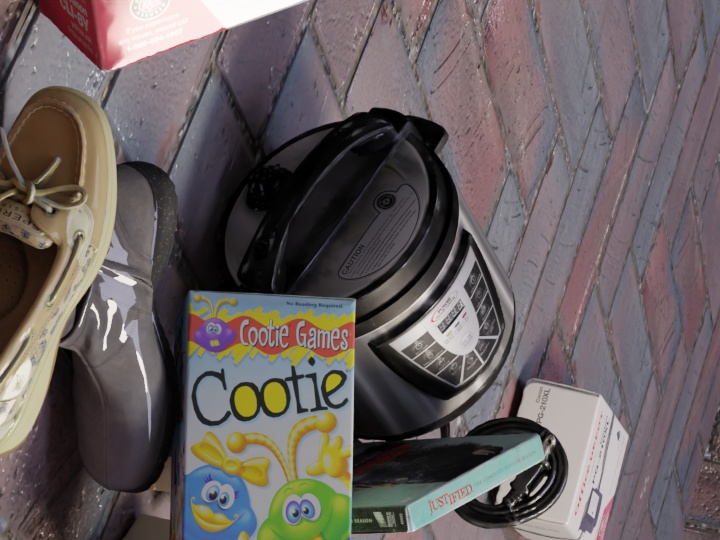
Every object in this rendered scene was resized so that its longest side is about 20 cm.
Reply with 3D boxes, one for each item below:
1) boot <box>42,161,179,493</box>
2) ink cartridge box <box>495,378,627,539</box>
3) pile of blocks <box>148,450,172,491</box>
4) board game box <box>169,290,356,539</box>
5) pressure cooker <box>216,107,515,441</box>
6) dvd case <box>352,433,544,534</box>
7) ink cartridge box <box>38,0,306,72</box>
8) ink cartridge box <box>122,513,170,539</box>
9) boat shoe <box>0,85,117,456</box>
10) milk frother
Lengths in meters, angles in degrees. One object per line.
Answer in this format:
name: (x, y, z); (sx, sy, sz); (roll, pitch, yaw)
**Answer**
boot: (-0.162, 0.036, 1.260); (0.131, 0.069, 0.202); (-13, 103, -66)
ink cartridge box: (0.217, 0.214, 2.375); (0.200, 0.084, 0.146); (47, 56, -67)
pile of blocks: (-0.087, 0.102, 1.470); (0.200, 0.081, 0.063); (-12, 113, -69)
board game box: (-0.060, 0.123, 1.334); (0.105, 0.102, 0.202); (127, -35, -74)
pressure cooker: (-0.003, 0.000, 1.497); (0.200, 0.177, 0.177); (57, 20, -46)
dvd case: (0.002, 0.142, 1.462); (0.145, 0.199, 0.022); (-22, 99, -46)
ink cartridge box: (-0.099, -0.224, 1.142); (0.144, 0.083, 0.201); (-22, 130, -22)
ink cartridge box: (-0.141, 0.278, 1.413); (0.200, 0.087, 0.146); (-55, 151, -45)
boat shoe: (-0.180, 0.000, 1.157); (0.063, 0.073, 0.202); (22, 81, -73)
milk frother: (0.061, 0.096, 1.695); (0.188, 0.198, 0.182); (19, 87, -74)
